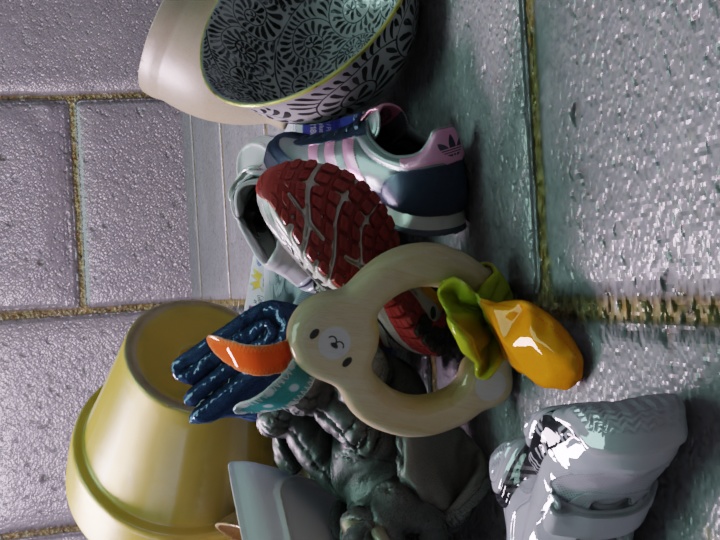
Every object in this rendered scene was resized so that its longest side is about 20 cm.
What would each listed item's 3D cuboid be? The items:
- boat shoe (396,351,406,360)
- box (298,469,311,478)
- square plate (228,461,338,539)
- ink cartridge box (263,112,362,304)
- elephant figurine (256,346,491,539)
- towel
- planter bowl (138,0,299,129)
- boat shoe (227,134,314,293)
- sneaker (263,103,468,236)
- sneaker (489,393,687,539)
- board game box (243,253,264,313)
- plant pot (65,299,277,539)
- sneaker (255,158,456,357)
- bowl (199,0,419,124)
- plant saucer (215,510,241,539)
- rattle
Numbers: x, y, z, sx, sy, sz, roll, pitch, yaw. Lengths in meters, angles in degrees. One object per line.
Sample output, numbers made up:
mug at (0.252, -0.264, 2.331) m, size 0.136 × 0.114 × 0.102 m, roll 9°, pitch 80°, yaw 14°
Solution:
boat shoe at (0.001, 0.000, 1.038) m, size 0.072 × 0.069 × 0.203 m, roll 102°, pitch 163°, yaw -56°
box at (-0.024, 0.179, 1.138) m, size 0.200 × 0.093 × 0.079 m, roll 176°, pitch 90°, yaw -78°
square plate at (0.006, 0.225, 0.863) m, size 0.029 × 0.196 × 0.201 m, roll -54°, pitch 31°, yaw 23°
ink cartridge box at (-0.045, -0.051, 1.044) m, size 0.200 × 0.040 × 0.202 m, roll 123°, pitch 149°, yaw -55°
elephant figurine at (0.021, 0.161, 0.841) m, size 0.201 × 0.154 × 0.142 m, roll 57°, pitch 168°, yaw 22°
towel at (-0.048, 0.075, 0.906) m, size 0.049 × 0.111 × 0.199 m, roll 62°, pitch -162°, yaw 21°
planter bowl at (-0.093, -0.216, 1.101) m, size 0.202 × 0.134 × 0.200 m, roll -58°, pitch -2°, yaw -4°
boat shoe at (-0.072, -0.060, 0.969) m, size 0.074 × 0.066 × 0.200 m, roll -58°, pitch 36°, yaw 16°
sneaker at (0.004, -0.091, 0.897) m, size 0.198 × 0.070 × 0.083 m, roll 21°, pitch 120°, yaw 38°
sneaker at (0.117, 0.130, 0.591) m, size 0.200 × 0.074 × 0.117 m, roll 113°, pitch 151°, yaw -71°
board game box at (-0.079, 0.063, 1.231) m, size 0.134 × 0.034 × 0.203 m, roll -28°, pitch -47°, yaw -62°
plant pot at (-0.157, 0.136, 1.069) m, size 0.202 × 0.198 × 0.190 m, roll -107°, pitch 25°, yaw -43°
sneaker at (-0.011, 0.001, 0.833) m, size 0.081 × 0.200 × 0.079 m, roll -5°, pitch 51°, yaw 39°
bowl at (-0.024, -0.186, 0.963) m, size 0.094 × 0.199 × 0.202 m, roll 46°, pitch -159°, yaw -45°
plant saucer at (-0.024, 0.234, 1.000) m, size 0.200 × 0.198 × 0.036 m, roll 130°, pitch 163°, yaw -70°
rattle at (0.013, 0.063, 0.726) m, size 0.143 × 0.197 × 0.132 m, roll -115°, pitch 27°, yaw -57°
